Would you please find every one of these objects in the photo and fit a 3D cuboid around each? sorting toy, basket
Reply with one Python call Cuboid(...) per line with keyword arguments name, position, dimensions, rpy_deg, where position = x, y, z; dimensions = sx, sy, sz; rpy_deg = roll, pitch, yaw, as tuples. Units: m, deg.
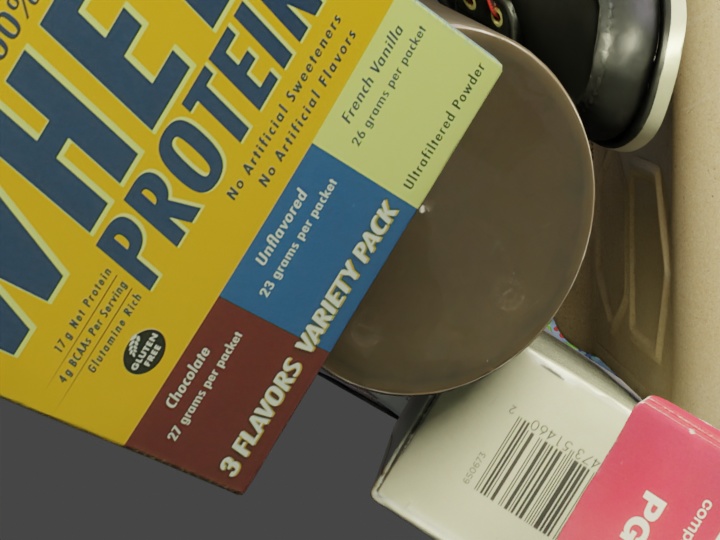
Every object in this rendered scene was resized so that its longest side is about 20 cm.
Cuboid(name="sorting toy", position=(0.107, -0.048, 0.769), dimensions=(0.036, 0.186, 0.200), rpy_deg=(-2, 7, -8))
Cuboid(name="basket", position=(-0.017, -0.039, 0.715), dimensions=(0.179, 0.137, 0.200), rpy_deg=(-13, 18, -22))

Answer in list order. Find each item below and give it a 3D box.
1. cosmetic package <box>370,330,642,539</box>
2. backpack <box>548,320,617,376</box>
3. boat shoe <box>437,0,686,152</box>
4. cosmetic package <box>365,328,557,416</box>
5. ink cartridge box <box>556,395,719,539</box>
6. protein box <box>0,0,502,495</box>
Cuboid(name="cosmetic package", position=(0.067, 0.067, 0.789), dimensions=(0.103, 0.073, 0.200), rpy_deg=(32, 2, 3))
Cuboid(name="backpack", position=(0.092, -0.001, 1.143), dimensions=(0.163, 0.153, 0.200), rpy_deg=(52, -5, 9))
Cuboid(name="boat shoe", position=(0.059, -0.098, 0.730), dimensions=(0.063, 0.074, 0.202), rpy_deg=(11, 25, -16))
Cuboid(name="cosmetic package", position=(0.000, 0.000, 0.926), dimensions=(0.200, 0.074, 0.102), rpy_deg=(37, 7, -36))
Cuboid(name="ink cartridge box", position=(0.159, 0.129, 0.563), dimensions=(0.200, 0.085, 0.145), rpy_deg=(33, 3, 44))
Cuboid(name="protein box", position=(-0.113, -0.070, 0.554), dimensions=(0.200, 0.135, 0.198), rpy_deg=(34, 3, 43))
